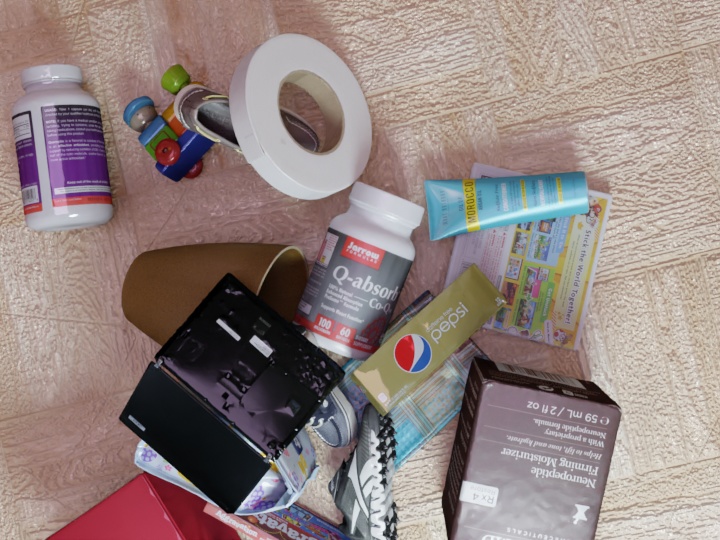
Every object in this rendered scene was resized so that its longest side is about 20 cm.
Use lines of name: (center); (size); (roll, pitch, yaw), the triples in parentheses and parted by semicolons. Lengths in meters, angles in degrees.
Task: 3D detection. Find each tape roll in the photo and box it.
tape roll: (-0.070, -0.187, 1.200); (0.037, 0.202, 0.205); (-17, 89, 46)

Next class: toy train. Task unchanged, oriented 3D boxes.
toy train: (-0.208, -0.223, 1.267); (0.200, 0.085, 0.116); (-46, 73, 4)

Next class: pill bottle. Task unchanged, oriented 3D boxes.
pill bottle: (0.000, 0.000, 1.224); (0.115, 0.116, 0.202); (21, 93, 5)
pill bottle: (-0.384, -0.155, 1.264); (0.111, 0.112, 0.203); (-7, 90, 6)

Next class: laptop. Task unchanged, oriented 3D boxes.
laptop: (-0.148, 0.142, 1.116); (0.177, 0.103, 0.200); (39, 75, 3)

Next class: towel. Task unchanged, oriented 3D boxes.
towel: (0.061, 0.145, 1.267); (0.200, 0.022, 0.147); (-43, 87, 5)

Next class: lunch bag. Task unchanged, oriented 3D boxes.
lunch bag: (-0.149, 0.211, 1.215); (0.198, 0.170, 0.128); (27, 98, 7)

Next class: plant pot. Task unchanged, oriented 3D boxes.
plant pot: (-0.188, 0.040, 1.225); (0.198, 0.186, 0.189); (13, 92, 17)

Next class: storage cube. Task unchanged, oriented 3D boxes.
storage cube: (-0.262, 0.355, 1.228); (0.199, 0.171, 0.181); (-35, 86, 6)

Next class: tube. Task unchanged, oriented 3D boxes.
tube: (0.180, -0.086, 1.219); (0.197, 0.050, 0.078); (-7, 72, 9)

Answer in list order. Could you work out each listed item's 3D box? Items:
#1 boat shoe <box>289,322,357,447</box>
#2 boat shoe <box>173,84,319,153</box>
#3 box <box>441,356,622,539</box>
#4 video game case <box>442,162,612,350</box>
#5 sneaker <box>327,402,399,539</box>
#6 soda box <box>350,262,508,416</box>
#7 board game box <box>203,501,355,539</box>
boat shoe: (-0.072, 0.166, 1.198); (0.074, 0.093, 0.201); (0, 130, 36)
boat shoe: (-0.131, -0.174, 1.214); (0.198, 0.059, 0.073); (16, 103, -34)
box: (0.197, 0.226, 1.173); (0.164, 0.164, 0.203); (11, 94, 1)
video game case: (0.207, -0.018, 1.242); (0.180, 0.023, 0.202); (14, 86, 6)
sneaker: (-0.001, 0.258, 1.238); (0.089, 0.066, 0.203); (4, 109, 18)
soda box: (0.082, 0.083, 1.181); (0.200, 0.068, 0.064); (-42, 83, -11)
board game box: (-0.093, 0.323, 1.243); (0.198, 0.103, 0.020); (28, 107, 5)
